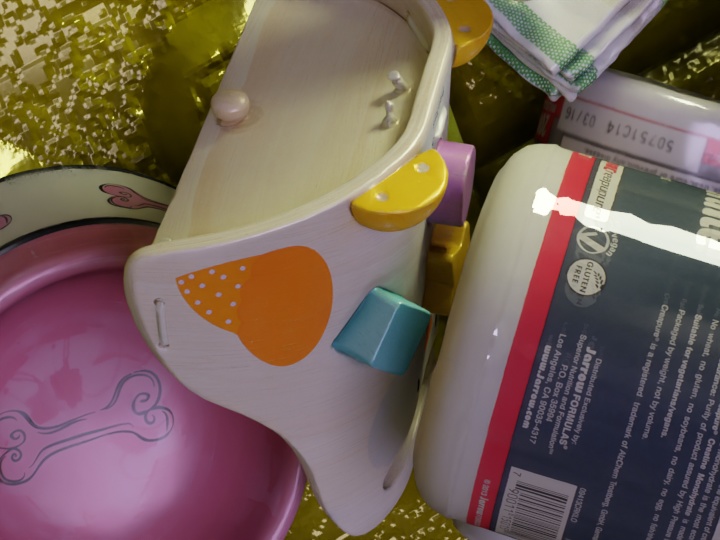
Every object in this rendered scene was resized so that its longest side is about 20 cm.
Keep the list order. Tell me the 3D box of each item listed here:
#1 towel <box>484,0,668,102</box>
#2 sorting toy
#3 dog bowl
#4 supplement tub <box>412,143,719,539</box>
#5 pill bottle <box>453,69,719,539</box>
[{"bbox_3d":[0.094,-0.184,0.909,0.149,0.031,0.200,42,83,11],"label":"towel"},{"bbox_3d":[0.000,0.000,0.881,0.106,0.201,0.181,2,131,14],"label":"sorting toy"},{"bbox_3d":[-0.107,0.063,0.905,0.199,0.074,0.202,-6,106,-21],"label":"dog bowl"},{"bbox_3d":[0.129,0.046,0.818,0.199,0.140,0.141,17,97,6],"label":"supplement tub"},{"bbox_3d":[0.109,0.024,0.955,0.113,0.114,0.201,12,98,-25],"label":"pill bottle"}]
